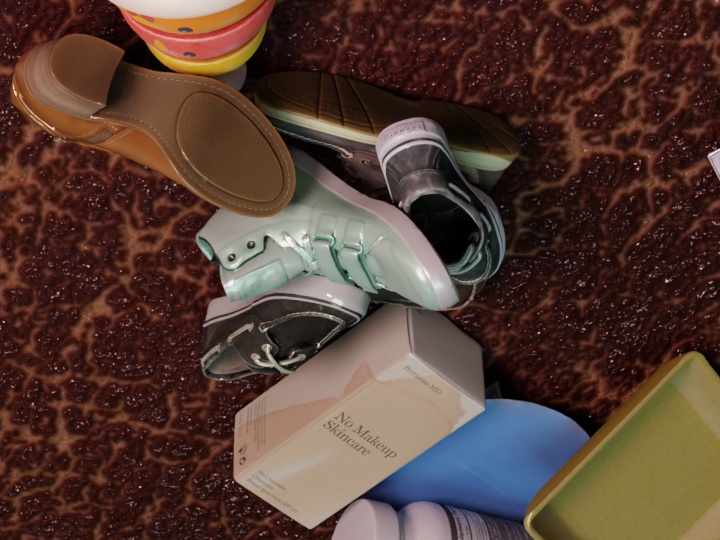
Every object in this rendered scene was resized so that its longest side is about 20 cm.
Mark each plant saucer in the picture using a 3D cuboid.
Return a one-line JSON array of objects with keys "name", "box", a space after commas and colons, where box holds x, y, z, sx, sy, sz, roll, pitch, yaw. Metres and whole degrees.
[{"name": "plant saucer", "box": [0.243, 0.183, 1.713, 0.200, 0.048, 0.200, -45, 124, -3]}]

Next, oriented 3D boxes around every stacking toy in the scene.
[{"name": "stacking toy", "box": [-0.104, -0.177, 1.386, 0.146, 0.146, 0.200, -5, 148, 3]}]

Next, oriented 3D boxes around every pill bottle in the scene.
[{"name": "pill bottle", "box": [0.079, 0.257, 1.726, 0.200, 0.116, 0.116, 15, 130, -22]}]

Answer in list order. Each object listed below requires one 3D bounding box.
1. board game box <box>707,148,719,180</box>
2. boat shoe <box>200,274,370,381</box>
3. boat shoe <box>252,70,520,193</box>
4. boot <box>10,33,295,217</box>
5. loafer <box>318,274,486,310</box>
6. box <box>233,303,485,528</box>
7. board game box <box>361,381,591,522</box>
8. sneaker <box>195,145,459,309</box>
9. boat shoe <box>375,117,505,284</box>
[{"name": "board game box", "box": [0.380, -0.043, 1.470, 0.200, 0.200, 0.041, -30, 164, 23]}, {"name": "boat shoe", "box": [-0.059, 0.048, 1.550, 0.071, 0.064, 0.200, 22, 159, -25]}, {"name": "boat shoe", "box": [0.014, -0.091, 1.484, 0.200, 0.073, 0.065, 13, 125, -13]}, {"name": "boot", "box": [-0.148, -0.098, 1.429, 0.200, 0.074, 0.155, 34, 165, -15]}, {"name": "loafer", "box": [0.000, 0.000, 1.565, 0.200, 0.071, 0.073, 11, 131, -12]}, {"name": "box", "box": [-0.002, 0.113, 1.662, 0.095, 0.078, 0.200, 36, 122, -28]}, {"name": "board game box", "box": [0.099, 0.158, 1.735, 0.200, 0.039, 0.158, -32, 132, 27]}, {"name": "sneaker", "box": [-0.028, 0.000, 1.427, 0.118, 0.200, 0.074, -42, 138, -17]}, {"name": "boat shoe", "box": [0.056, -0.029, 1.465, 0.072, 0.071, 0.200, -17, 149, 14]}]
